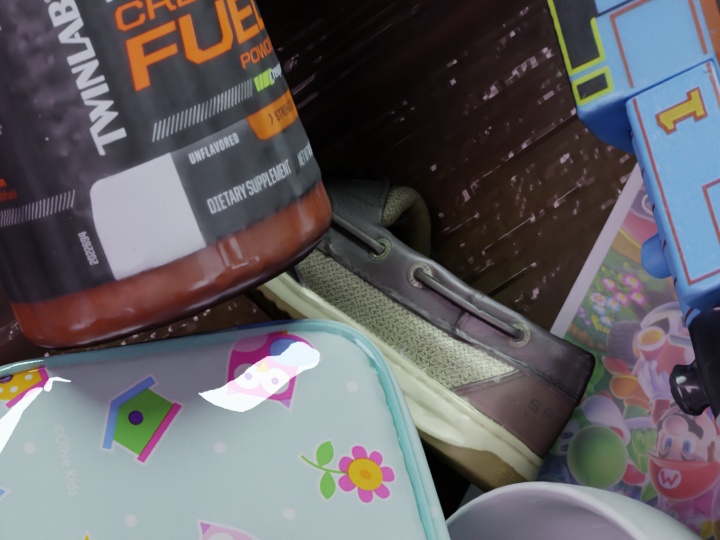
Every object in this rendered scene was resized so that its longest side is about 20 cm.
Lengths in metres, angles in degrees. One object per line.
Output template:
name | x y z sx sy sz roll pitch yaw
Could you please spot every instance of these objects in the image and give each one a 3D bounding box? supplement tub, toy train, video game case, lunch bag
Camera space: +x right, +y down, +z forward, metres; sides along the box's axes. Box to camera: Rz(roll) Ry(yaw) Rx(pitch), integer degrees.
supplement tub | -0.089 -0.084 0.898 0.107 0.107 0.201 -16 102 26
toy train | 0.126 -0.038 0.862 0.114 0.087 0.201 -25 68 28
video game case | 0.106 0.083 0.973 0.143 0.018 0.201 32 104 24
lunch bag | -0.040 0.120 0.901 0.160 0.077 0.201 -9 72 -16

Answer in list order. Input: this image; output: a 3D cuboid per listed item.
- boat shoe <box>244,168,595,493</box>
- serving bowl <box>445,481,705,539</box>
boat shoe | 0.000 0.000 1.007 0.200 0.073 0.065 41 87 27
serving bowl | 0.081 0.164 0.915 0.200 0.066 0.201 2 92 58
